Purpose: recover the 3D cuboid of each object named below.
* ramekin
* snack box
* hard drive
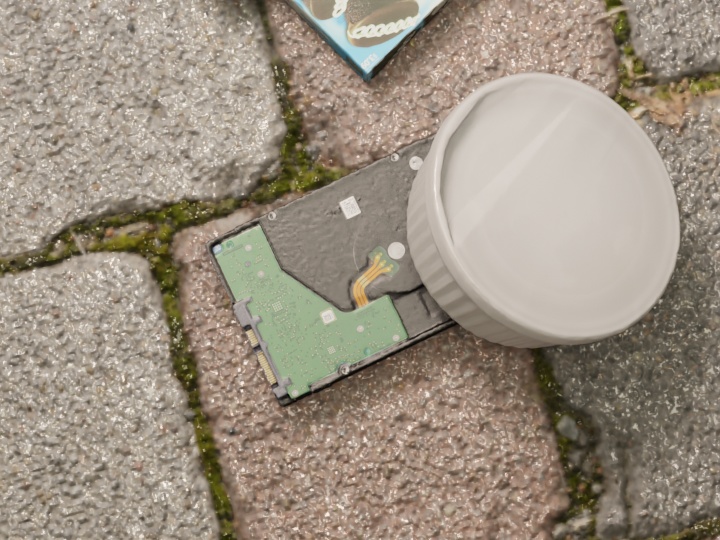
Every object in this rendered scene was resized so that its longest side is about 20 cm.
[{"bbox_3d":[0.125,-0.036,1.538,0.202,0.094,0.203,7,72,-21],"label":"ramekin"},{"bbox_3d":[0.036,-0.256,1.620,0.116,0.037,0.200,45,86,5],"label":"snack box"},{"bbox_3d":[0.000,0.000,1.592,0.200,0.038,0.140,-26,84,-3],"label":"hard drive"}]
